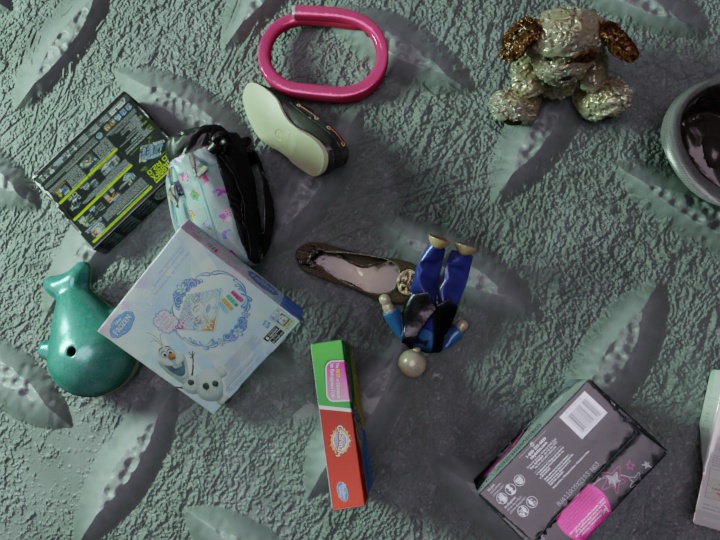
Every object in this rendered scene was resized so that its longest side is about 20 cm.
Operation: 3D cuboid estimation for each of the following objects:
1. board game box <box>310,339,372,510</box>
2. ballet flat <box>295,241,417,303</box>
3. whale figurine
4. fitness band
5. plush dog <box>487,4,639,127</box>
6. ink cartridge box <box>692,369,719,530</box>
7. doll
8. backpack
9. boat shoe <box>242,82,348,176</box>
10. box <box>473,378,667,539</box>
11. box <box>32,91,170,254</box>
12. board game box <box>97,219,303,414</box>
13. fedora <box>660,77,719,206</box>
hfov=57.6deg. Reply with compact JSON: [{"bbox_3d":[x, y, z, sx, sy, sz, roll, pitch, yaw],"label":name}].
[{"bbox_3d":[-0.022,0.196,0.865,0.040,0.153,0.200,-9,81,3],"label":"board game box"},{"bbox_3d":[0.000,0.000,0.944,0.200,0.046,0.067,17,84,8],"label":"ballet flat"},{"bbox_3d":[-0.405,0.085,0.949,0.159,0.104,0.200,-24,81,3],"label":"whale figurine"},{"bbox_3d":[-0.057,-0.329,1.000,0.200,0.037,0.144,6,82,2],"label":"fitness band"},{"bbox_3d":[0.277,-0.296,0.893,0.200,0.172,0.161,-1,81,7],"label":"plush dog"},{"bbox_3d":[0.525,0.246,0.850,0.161,0.050,0.200,14,87,8],"label":"ink cartridge box"},{"bbox_3d":[0.092,0.052,0.911,0.136,0.048,0.200,13,100,-12],"label":"doll"},{"bbox_3d":[-0.204,-0.095,0.939,0.126,0.167,0.200,-12,94,13],"label":"backpack"},{"bbox_3d":[-0.101,-0.215,0.984,0.201,0.063,0.074,43,132,22],"label":"boat shoe"},{"bbox_3d":[0.260,0.252,0.843,0.132,0.115,0.200,44,87,12],"label":"box"},{"bbox_3d":[-0.379,-0.151,1.013,0.200,0.044,0.160,-44,80,-1],"label":"box"},{"bbox_3d":[-0.218,0.068,0.897,0.199,0.043,0.200,39,107,-13],"label":"board game box"},{"bbox_3d":[0.496,-0.159,0.889,0.177,0.090,0.200,-29,73,0],"label":"fedora"}]
